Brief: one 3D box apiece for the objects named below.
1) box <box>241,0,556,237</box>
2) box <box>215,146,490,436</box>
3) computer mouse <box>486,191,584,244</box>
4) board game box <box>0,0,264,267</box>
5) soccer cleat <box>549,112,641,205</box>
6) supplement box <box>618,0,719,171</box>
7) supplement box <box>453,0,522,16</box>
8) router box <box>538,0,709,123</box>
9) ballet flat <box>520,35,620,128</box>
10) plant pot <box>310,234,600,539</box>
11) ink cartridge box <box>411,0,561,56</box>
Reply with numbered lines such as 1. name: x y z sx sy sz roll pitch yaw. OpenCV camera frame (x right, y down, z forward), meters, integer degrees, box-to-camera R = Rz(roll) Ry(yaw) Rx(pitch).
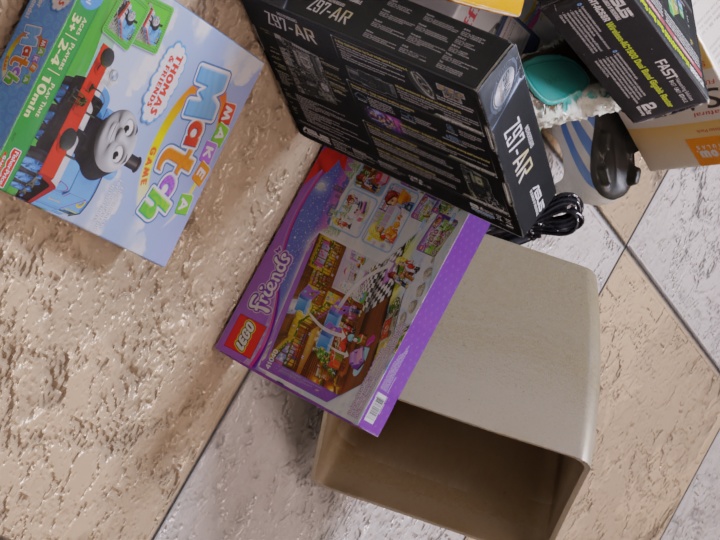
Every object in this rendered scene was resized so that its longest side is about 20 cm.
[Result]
1. box: 0.025 -0.117 1.356 0.044 0.199 0.160 -52 147 -20
2. box: 0.000 0.000 1.468 0.201 0.136 0.039 -61 149 -4
3. computer mouse: 0.097 -0.078 1.627 0.200 0.109 0.044 48 33 -52
4. board game box: -0.150 -0.099 1.257 0.152 0.036 0.200 -64 151 -1
5. soccer cleat: 0.192 -0.155 1.737 0.070 0.086 0.201 5 86 -38
6. supplement box: 0.252 -0.183 1.650 0.074 0.126 0.200 -47 115 -31
7. supplement box: 0.062 -0.278 1.324 0.073 0.126 0.201 6 101 -46
8. router box: 0.178 -0.213 1.440 0.200 0.062 0.151 37 41 -56
9. ballet flat: 0.151 -0.137 1.521 0.200 0.072 0.072 -18 127 -50
10. plant pot: 0.089 0.082 1.593 0.200 0.199 0.178 102 8 -61
11. ink cartridge box: 0.094 -0.202 1.515 0.146 0.087 0.200 -62 149 -2
